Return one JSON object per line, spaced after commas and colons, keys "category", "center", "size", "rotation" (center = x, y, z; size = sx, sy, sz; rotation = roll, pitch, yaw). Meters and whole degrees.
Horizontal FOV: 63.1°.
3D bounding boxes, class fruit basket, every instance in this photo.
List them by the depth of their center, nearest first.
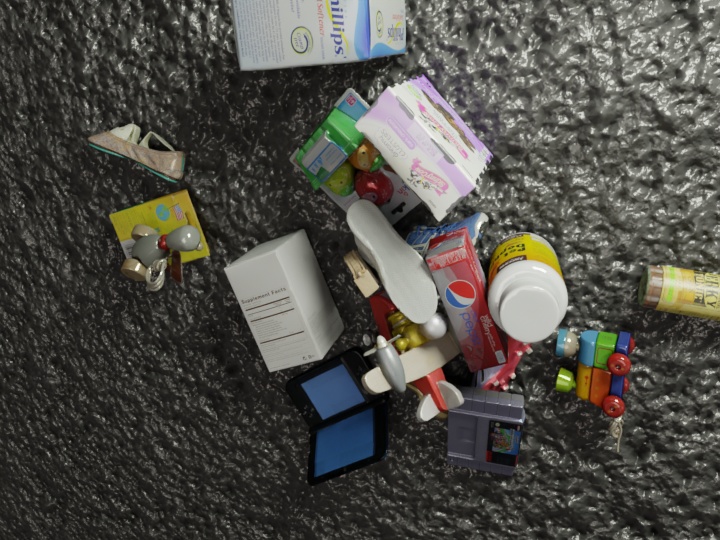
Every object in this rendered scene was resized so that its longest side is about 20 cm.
{"category": "fruit basket", "center": [0.001, -0.152, 0.917], "size": [0.200, 0.094, 0.184], "rotation": [46, 136, -9]}

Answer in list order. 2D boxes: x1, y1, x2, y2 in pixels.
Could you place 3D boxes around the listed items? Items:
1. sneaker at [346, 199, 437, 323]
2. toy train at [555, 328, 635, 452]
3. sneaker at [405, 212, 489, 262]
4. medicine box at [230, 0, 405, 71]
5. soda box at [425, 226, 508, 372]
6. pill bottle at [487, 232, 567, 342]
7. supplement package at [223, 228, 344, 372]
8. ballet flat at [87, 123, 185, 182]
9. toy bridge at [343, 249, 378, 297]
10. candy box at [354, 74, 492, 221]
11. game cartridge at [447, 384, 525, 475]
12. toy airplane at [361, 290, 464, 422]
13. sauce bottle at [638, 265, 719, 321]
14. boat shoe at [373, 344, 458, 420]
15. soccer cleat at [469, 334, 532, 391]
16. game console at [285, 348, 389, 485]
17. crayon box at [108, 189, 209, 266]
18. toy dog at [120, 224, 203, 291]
{"category": "sneaker", "center": [0.051, -0.011, 0.901], "size": [0.073, 0.116, 0.203], "rotation": [-31, 83, 0]}
{"category": "toy train", "center": [0.364, 0.191, 0.934], "size": [0.113, 0.084, 0.206], "rotation": [10, 114, 28]}
{"category": "sneaker", "center": [0.115, -0.039, 0.937], "size": [0.198, 0.076, 0.078], "rotation": [-33, 97, 29]}
{"category": "medicine box", "center": [-0.051, -0.346, 0.822], "size": [0.194, 0.182, 0.106], "rotation": [2, 112, 19]}
{"category": "soda box", "center": [0.162, 0.045, 0.875], "size": [0.062, 0.070, 0.204], "rotation": [-16, 111, 21]}
{"category": "pill bottle", "center": [0.237, 0.024, 0.840], "size": [0.106, 0.200, 0.113], "rotation": [4, 110, 11]}
{"category": "supplement package", "center": [-0.131, 0.052, 1.041], "size": [0.117, 0.121, 0.205], "rotation": [-16, 104, 25]}
{"category": "ballet flat", "center": [-0.406, -0.228, 1.080], "size": [0.195, 0.068, 0.069], "rotation": [23, 97, 5]}
{"category": "toy bridge", "center": [0.000, 0.000, 0.933], "size": [0.027, 0.200, 0.068], "rotation": [-35, 92, 2]}
{"category": "candy box", "center": [0.098, -0.179, 0.820], "size": [0.168, 0.200, 0.071], "rotation": [48, 118, -3]}
{"category": "game cartridge", "center": [0.213, 0.280, 1.009], "size": [0.126, 0.039, 0.204], "rotation": [9, 132, 18]}
{"category": "toy airplane", "center": [0.099, 0.126, 0.914], "size": [0.194, 0.203, 0.143], "rotation": [21, 131, -10]}
{"category": "sauce bottle", "center": [0.503, 0.037, 0.827], "size": [0.194, 0.065, 0.067], "rotation": [9, 113, 16]}
{"category": "boat shoe", "center": [0.103, 0.172, 1.031], "size": [0.200, 0.072, 0.067], "rotation": [44, 113, -7]}
{"category": "soccer cleat", "center": [0.227, 0.148, 0.984], "size": [0.077, 0.065, 0.203], "rotation": [56, 136, 36]}
{"category": "game console", "center": [-0.051, 0.274, 1.098], "size": [0.197, 0.118, 0.173], "rotation": [-29, 99, 27]}
{"category": "crayon box", "center": [-0.374, -0.074, 1.125], "size": [0.195, 0.051, 0.130], "rotation": [-10, 106, 24]}
{"category": "toy dog", "center": [-0.341, -0.027, 1.045], "size": [0.197, 0.096, 0.135], "rotation": [17, 79, 45]}
